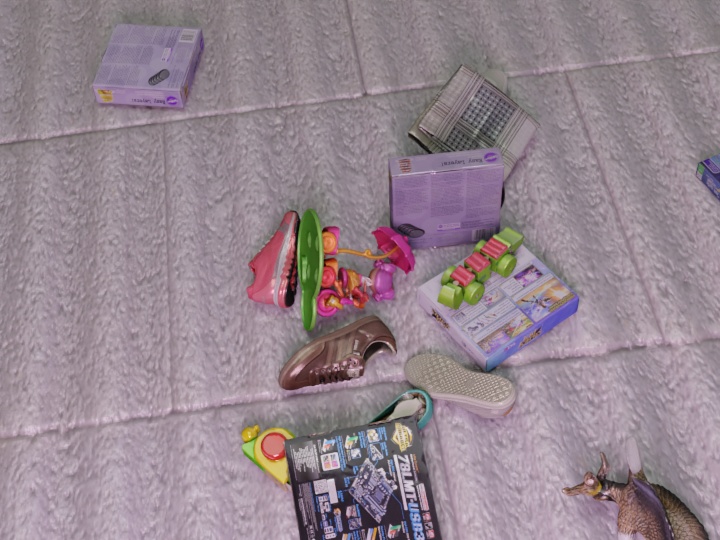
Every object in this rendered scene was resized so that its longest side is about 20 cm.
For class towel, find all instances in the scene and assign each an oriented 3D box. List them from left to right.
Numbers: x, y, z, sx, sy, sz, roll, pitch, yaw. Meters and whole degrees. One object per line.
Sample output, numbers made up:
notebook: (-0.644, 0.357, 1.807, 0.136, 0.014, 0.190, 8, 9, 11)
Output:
towel: (0.209, -0.255, 2.012, 0.192, 0.035, 0.200, 39, 67, -5)

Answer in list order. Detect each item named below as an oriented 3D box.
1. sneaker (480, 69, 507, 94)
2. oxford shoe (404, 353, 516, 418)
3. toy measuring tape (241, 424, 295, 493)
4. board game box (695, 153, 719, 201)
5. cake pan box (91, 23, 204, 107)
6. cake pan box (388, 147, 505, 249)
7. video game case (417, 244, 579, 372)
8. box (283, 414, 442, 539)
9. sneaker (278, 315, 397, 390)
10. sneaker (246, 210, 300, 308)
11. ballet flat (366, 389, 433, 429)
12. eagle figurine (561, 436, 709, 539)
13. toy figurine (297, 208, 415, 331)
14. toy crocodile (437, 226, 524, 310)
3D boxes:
sneaker: (0.215, -0.325, 2.100, 0.076, 0.081, 0.200, 29, 57, 26)
oxford shoe: (0.154, 0.182, 1.722, 0.199, 0.058, 0.075, 15, 59, 33)
toy measuring tape: (-0.096, 0.291, 1.643, 0.200, 0.074, 0.074, 37, 62, 20)
board game box: (0.704, -0.139, 1.948, 0.135, 0.035, 0.201, -22, 53, -12)
cake pan box: (-0.421, -0.415, 2.224, 0.183, 0.052, 0.201, 4, 52, 5)
cake pan box: (0.147, -0.118, 1.875, 0.198, 0.185, 0.053, -7, 51, -1)
video game case: (0.225, 0.048, 1.825, 0.199, 0.046, 0.181, -31, 54, -19)
box: (0.003, 0.322, 1.579, 0.197, 0.050, 0.202, -10, 75, -7)
sneaker: (-0.033, 0.142, 1.753, 0.199, 0.071, 0.076, -30, 57, -18)
sneaker: (-0.147, -0.027, 1.893, 0.086, 0.074, 0.201, 1, 50, 10)
ballet flat: (0.030, 0.243, 1.667, 0.200, 0.071, 0.067, -38, 61, -23)
eagle figurine: (0.397, 0.346, 1.533, 0.199, 0.152, 0.151, 28, 47, 36)
toy figurine: (0.000, 0.000, 1.832, 0.183, 0.202, 0.150, 0, 6, -17)
toy crocodile: (0.193, -0.006, 1.803, 0.067, 0.062, 0.200, 36, 61, 28)
